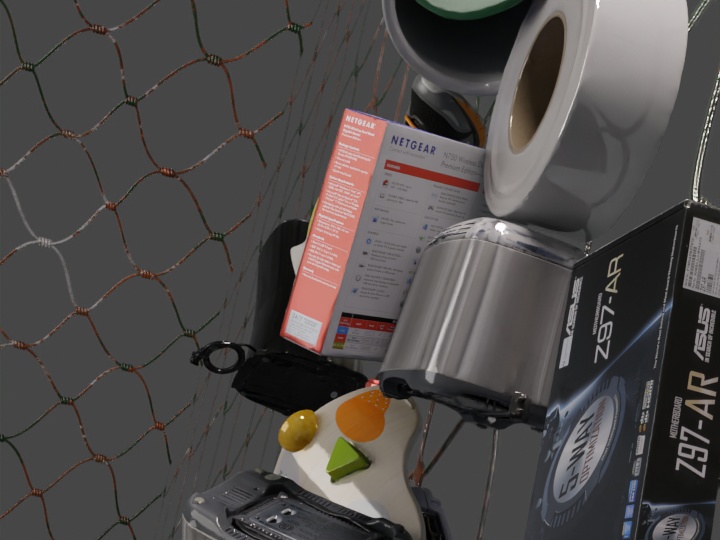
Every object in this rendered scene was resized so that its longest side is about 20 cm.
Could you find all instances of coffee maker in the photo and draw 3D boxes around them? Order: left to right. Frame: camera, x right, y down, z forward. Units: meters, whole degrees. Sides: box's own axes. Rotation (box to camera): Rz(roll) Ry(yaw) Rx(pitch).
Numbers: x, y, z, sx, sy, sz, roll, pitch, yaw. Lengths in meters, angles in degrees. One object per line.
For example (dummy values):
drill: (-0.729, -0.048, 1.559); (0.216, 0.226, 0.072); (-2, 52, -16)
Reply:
coffee maker: (-0.075, 0.045, 1.645); (0.135, 0.192, 0.200); (-30, 40, 33)

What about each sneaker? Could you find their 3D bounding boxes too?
sneaker: (0.064, -0.113, 1.330); (0.077, 0.078, 0.200); (-35, -23, -11)

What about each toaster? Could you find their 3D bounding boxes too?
toaster: (-0.045, 0.243, 1.077); (0.114, 0.199, 0.130); (-20, -58, -57)
toaster: (0.089, 0.040, 1.034); (0.200, 0.113, 0.130); (153, 134, -78)

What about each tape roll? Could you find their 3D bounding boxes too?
tape roll: (0.157, -0.126, 1.040); (0.202, 0.071, 0.203); (-165, 90, -80)

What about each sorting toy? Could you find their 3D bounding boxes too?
sorting toy: (-0.005, 0.219, 1.187); (0.180, 0.107, 0.201); (49, 125, 54)

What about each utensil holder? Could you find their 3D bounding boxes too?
utensil holder: (0.101, -0.267, 1.272); (0.200, 0.169, 0.170); (-90, 19, -63)

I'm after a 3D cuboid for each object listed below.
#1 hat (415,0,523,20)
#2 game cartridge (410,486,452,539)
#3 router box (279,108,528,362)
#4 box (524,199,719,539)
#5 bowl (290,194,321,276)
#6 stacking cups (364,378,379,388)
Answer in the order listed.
hat: (0.144, -0.285, 1.138); (0.200, 0.176, 0.166); (-23, 81, 37)
game cartridge: (0.041, 0.276, 1.150); (0.200, 0.041, 0.134); (-105, 29, -70)
router box: (0.046, -0.017, 1.134); (0.049, 0.200, 0.180); (22, 98, 43)
box: (0.155, 0.076, 0.829); (0.160, 0.043, 0.201); (141, 143, -71)
bowl: (0.000, 0.000, 1.295); (0.200, 0.107, 0.201); (-18, -90, -87)
stacking cups: (-0.001, 0.207, 1.417); (0.060, 0.060, 0.201); (162, 127, -77)
